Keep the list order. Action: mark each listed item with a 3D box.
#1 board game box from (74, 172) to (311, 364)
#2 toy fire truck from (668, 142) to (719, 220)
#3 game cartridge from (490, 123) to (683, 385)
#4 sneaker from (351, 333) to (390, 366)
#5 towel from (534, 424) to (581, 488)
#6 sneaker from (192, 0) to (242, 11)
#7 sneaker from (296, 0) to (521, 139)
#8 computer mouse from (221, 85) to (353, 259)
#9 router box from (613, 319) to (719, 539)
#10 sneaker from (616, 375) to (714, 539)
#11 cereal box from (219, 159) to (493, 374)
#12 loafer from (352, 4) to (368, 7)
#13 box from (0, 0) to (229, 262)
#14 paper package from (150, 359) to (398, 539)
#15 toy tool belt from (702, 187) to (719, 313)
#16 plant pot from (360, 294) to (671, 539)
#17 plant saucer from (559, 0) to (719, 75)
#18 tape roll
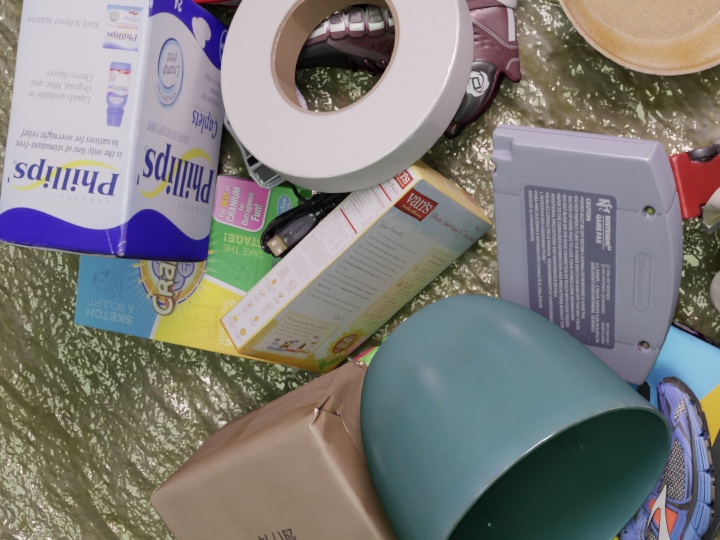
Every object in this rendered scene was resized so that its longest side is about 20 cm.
[{"bbox_3d":[-0.149,-0.012,0.951,0.196,0.040,0.156,9,99,12],"label":"board game box"},{"bbox_3d":[0.234,-0.064,0.819,0.197,0.141,0.050,-15,94,-24],"label":"toy fire truck"},{"bbox_3d":[0.164,-0.009,0.779,0.131,0.041,0.202,14,132,27],"label":"game cartridge"},{"bbox_3d":[0.036,0.099,0.906,0.199,0.077,0.084,-34,93,28],"label":"sneaker"},{"bbox_3d":[0.104,0.153,0.885,0.146,0.024,0.203,33,106,39],"label":"towel"},{"bbox_3d":[-0.161,-0.259,0.884,0.196,0.115,0.080,9,98,11],"label":"sneaker"},{"bbox_3d":[0.037,-0.158,0.872,0.197,0.076,0.118,-11,97,14],"label":"sneaker"},{"bbox_3d":[-0.063,-0.108,0.886,0.110,0.044,0.202,-44,53,27],"label":"computer mouse"},{"bbox_3d":[0.231,0.142,0.870,0.147,0.051,0.203,25,102,8],"label":"router box"},{"bbox_3d":[0.225,0.180,0.814,0.077,0.075,0.204,3,97,13],"label":"sneaker"},{"bbox_3d":[0.000,0.000,0.864,0.200,0.143,0.040,-43,61,13],"label":"cereal box"},{"bbox_3d":[0.069,-0.263,0.849,0.196,0.073,0.072,-10,94,14],"label":"loafer"},{"bbox_3d":[-0.182,-0.112,0.835,0.103,0.184,0.204,7,91,11],"label":"box"},{"bbox_3d":[-0.039,0.201,0.877,0.198,0.103,0.192,-28,99,34],"label":"paper package"},{"bbox_3d":[0.317,0.006,0.746,0.124,0.201,0.124,-33,54,0],"label":"toy tool belt"},{"bbox_3d":[0.090,0.116,0.765,0.201,0.199,0.161,-51,49,14],"label":"plant pot"},{"bbox_3d":[0.229,-0.249,0.807,0.196,0.035,0.204,-1,100,-7],"label":"plant saucer"},{"bbox_3d":[-0.012,-0.160,0.804,0.200,0.037,0.207,-7,73,24],"label":"tape roll"}]
